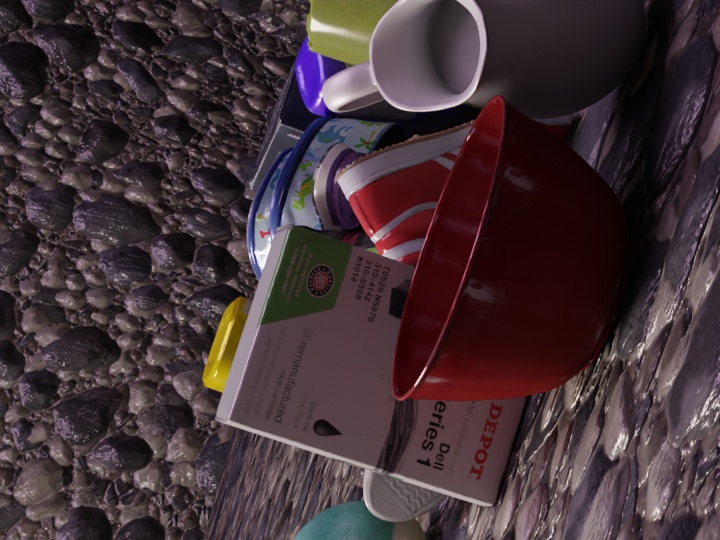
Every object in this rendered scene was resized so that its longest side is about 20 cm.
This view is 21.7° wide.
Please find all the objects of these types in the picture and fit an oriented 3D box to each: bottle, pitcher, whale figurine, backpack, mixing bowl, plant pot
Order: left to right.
[{"bbox_3d":[-0.019,0.274,1.451,0.159,0.104,0.200,149,139,-79],"label":"whale figurine"},{"bbox_3d":[-0.022,-0.044,1.791,0.200,0.147,0.183,74,-146,-49],"label":"backpack"},{"bbox_3d":[0.040,-0.187,1.822,0.065,0.200,0.084,118,143,-45],"label":"bottle"},{"bbox_3d":[0.053,-0.246,1.708,0.200,0.190,0.200,9,-90,-89],"label":"plant pot"},{"bbox_3d":[0.085,-0.153,1.281,0.171,0.200,0.121,-17,90,45],"label":"pitcher"},{"bbox_3d":[0.103,0.001,1.177,0.200,0.108,0.200,-162,90,-84],"label":"mixing bowl"}]

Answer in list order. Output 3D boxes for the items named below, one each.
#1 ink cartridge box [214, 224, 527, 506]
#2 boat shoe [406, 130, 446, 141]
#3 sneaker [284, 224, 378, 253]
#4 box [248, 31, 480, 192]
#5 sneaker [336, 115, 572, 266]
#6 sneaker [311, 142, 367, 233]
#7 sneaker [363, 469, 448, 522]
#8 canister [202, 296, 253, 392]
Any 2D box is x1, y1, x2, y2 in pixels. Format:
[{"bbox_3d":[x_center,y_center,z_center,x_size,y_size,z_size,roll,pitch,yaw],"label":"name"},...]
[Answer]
[{"bbox_3d":[0.017,0.067,1.321,0.084,0.200,0.146,170,118,-79],"label":"ink cartridge box"},{"bbox_3d":[0.077,-0.055,1.531,0.201,0.063,0.073,-98,11,-55],"label":"boat shoe"},{"bbox_3d":[0.000,0.000,1.550,0.200,0.084,0.077,17,115,51],"label":"sneaker"},{"bbox_3d":[0.006,-0.136,1.958,0.197,0.200,0.124,128,160,-70],"label":"box"},{"bbox_3d":[0.089,-0.053,1.419,0.113,0.200,0.071,66,156,11],"label":"sneaker"},{"bbox_3d":[0.021,-0.023,1.632,0.076,0.087,0.200,-60,-27,-24],"label":"sneaker"},{"bbox_3d":[0.057,0.094,1.440,0.201,0.074,0.118,-62,13,-1],"label":"sneaker"},{"bbox_3d":[-0.027,0.092,1.601,0.149,0.200,0.087,147,142,-80],"label":"canister"}]
